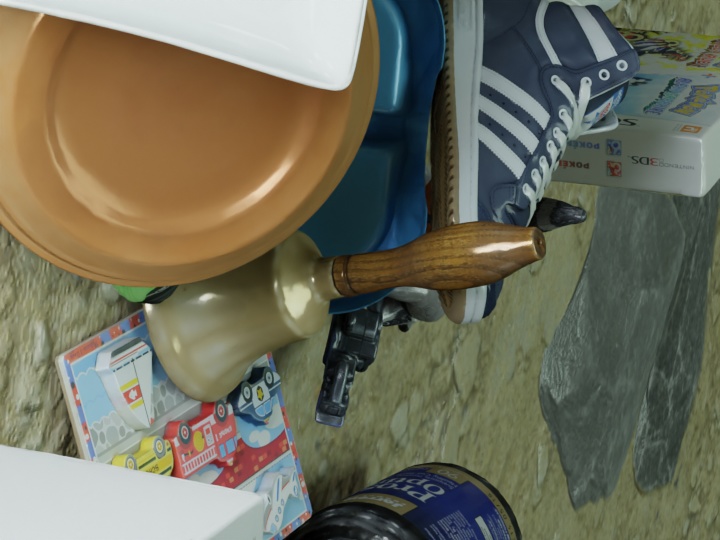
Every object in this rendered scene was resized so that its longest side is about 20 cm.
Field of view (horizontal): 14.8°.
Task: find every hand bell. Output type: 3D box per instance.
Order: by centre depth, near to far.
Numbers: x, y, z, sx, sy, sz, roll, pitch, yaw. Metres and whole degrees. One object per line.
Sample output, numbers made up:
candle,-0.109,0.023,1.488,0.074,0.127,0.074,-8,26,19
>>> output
hand bell,0.000,0.000,1.383,0.104,0.199,0.105,31,53,-55

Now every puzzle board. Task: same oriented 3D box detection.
puzzle board,-0.084,0.088,1.425,0.200,0.017,0.152,-32,111,-62

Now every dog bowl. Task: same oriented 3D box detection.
dog bowl,-0.012,-0.080,1.479,0.050,0.111,0.202,-46,142,-79

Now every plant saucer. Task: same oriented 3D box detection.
plant saucer,-0.082,-0.081,1.221,0.037,0.199,0.201,-128,-149,-59

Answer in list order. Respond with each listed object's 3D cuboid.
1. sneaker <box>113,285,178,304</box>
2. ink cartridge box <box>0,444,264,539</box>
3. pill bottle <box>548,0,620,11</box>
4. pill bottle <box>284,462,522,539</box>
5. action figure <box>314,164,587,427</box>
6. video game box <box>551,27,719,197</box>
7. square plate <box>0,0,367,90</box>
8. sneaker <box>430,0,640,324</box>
sneaker,-0.087,-0.073,1.363,0.084,0.076,0.201,93,19,-64
ink cartridge box,-0.139,0.203,1.222,0.147,0.145,0.201,-29,125,-63
pill bottle,0.122,-0.220,1.734,0.114,0.114,0.201,50,53,-61
pill bottle,0.014,0.185,1.632,0.200,0.111,0.113,-16,114,-66
action figure,0.042,0.000,1.583,0.193,0.104,0.201,137,-32,-63
video game box,0.167,-0.108,1.796,0.200,0.181,0.047,-43,137,-57
square plate,-0.084,-0.187,1.166,0.028,0.199,0.199,134,-32,-71
sneaker,0.093,-0.063,1.472,0.070,0.108,0.201,109,-16,-62
